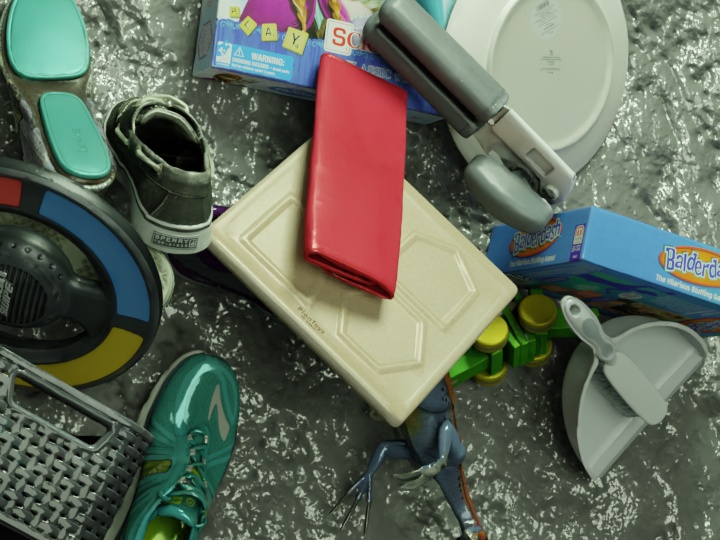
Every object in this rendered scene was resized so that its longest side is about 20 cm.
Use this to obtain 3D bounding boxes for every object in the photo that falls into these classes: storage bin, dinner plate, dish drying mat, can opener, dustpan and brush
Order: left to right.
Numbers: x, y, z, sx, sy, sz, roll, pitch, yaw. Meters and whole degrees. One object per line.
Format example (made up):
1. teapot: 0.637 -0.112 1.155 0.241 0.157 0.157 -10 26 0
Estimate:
1. storage bin: -0.233 0.117 1.220 0.135 0.200 0.094 32 73 -20
2. dish drying mat: -0.003 -0.070 1.344 0.076 0.018 0.201 23 44 -20
3. can opener: 0.075 -0.113 1.398 0.200 0.053 0.067 44 54 -5
4. dinner plate: 0.144 -0.160 1.485 0.199 0.024 0.203 -8 103 -37
5. dustpan and brush: 0.192 0.072 1.452 0.140 0.057 0.200 -47 126 -5

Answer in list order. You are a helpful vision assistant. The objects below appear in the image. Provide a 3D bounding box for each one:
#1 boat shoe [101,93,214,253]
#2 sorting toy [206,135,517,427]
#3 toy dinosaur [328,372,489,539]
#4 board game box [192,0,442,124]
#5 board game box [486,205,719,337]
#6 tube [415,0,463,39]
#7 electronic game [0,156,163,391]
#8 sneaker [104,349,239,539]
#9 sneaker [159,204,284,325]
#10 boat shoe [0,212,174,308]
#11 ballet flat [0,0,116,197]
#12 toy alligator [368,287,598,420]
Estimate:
1. boat shoe: -0.132 -0.083 1.288 0.070 0.200 0.064 3 116 -21
2. sorting toy: 0.000 0.000 1.327 0.185 0.037 0.200 44 41 3
3. toy dinosaur: 0.059 0.114 1.384 0.200 0.105 0.182 -47 112 -12
4. board game box: -0.018 -0.228 1.436 0.198 0.041 0.202 9 82 -25
5. board game box: 0.217 0.005 1.469 0.198 0.152 0.045 18 78 -23
6. tube: 0.035 -0.267 1.420 0.077 0.050 0.201 -41 111 -17
7. electronic game: -0.227 0.006 1.247 0.199 0.200 0.042 35 41 -19
8. sneaker: -0.125 0.155 1.336 0.077 0.079 0.202 21 77 -22
9. sneaker: -0.049 0.001 1.379 0.198 0.087 0.075 15 80 -23
10. boat shoe: -0.224 -0.018 1.314 0.198 0.062 0.075 23 79 -6
11. ballet flat: -0.216 -0.112 1.307 0.071 0.072 0.202 2 48 -25
12. toy alligator: 0.087 0.055 1.462 0.198 0.060 0.055 -21 56 -12
